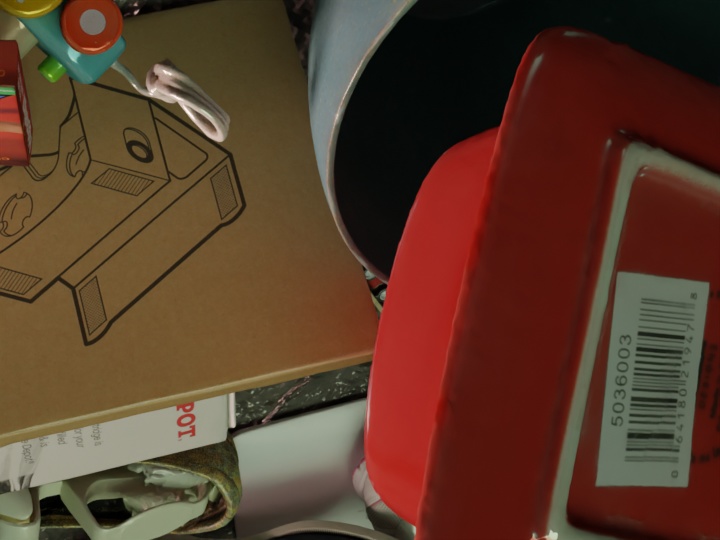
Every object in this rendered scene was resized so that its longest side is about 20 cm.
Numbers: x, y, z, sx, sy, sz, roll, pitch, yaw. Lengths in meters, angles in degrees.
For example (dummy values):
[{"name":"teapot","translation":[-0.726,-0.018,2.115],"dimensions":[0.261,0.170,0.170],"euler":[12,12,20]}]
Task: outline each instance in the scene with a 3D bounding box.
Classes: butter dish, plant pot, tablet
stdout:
[{"name":"butter dish","translation":[0.074,0.032,0.599],"dimensions":[0.199,0.148,0.201],"euler":[17,84,-37]},{"name":"plant pot","translation":[0.063,-0.102,0.652],"dimensions":[0.199,0.135,0.200],"euler":[-13,138,-12]},{"name":"tablet","translation":[0.022,0.112,0.954],"dimensions":[0.199,0.014,0.130],"euler":[-14,138,-12]}]

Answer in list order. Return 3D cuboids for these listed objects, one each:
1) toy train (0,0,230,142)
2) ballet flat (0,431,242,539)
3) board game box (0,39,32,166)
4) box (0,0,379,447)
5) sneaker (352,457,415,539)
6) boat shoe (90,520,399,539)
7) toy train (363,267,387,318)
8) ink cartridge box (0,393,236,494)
[{"name":"toy train","translation":[-0.129,-0.103,0.551],"dimensions":[0.056,0.150,0.200],"euler":[-46,143,-6]},{"name":"ballet flat","translation":[-0.153,0.112,0.832],"dimensions":[0.199,0.071,0.071],"euler":[-1,134,-24]},{"name":"board game box","translation":[-0.218,-0.063,0.575],"dimensions":[0.199,0.020,0.103],"euler":[3,170,-8]},{"name":"box","translation":[-0.107,-0.021,0.645],"dimensions":[0.199,0.164,0.021],"euler":[-12,162,-12]},{"name":"sneaker","translation":[0.055,0.163,0.945],"dimensions":[0.081,0.088,0.200],"euler":[-23,139,0]},{"name":"boat shoe","translation":[-0.064,0.177,0.895],"dimensions":[0.199,0.062,0.075],"euler":[3,120,5]},{"name":"toy train","translation":[0.000,0.000,0.809],"dimensions":[0.046,0.034,0.200],"euler":[-32,139,5]},{"name":"ink cartridge box","translation":[-0.161,0.028,0.716],"dimensions":[0.199,0.084,0.146],"euler":[-13,145,-14]}]
